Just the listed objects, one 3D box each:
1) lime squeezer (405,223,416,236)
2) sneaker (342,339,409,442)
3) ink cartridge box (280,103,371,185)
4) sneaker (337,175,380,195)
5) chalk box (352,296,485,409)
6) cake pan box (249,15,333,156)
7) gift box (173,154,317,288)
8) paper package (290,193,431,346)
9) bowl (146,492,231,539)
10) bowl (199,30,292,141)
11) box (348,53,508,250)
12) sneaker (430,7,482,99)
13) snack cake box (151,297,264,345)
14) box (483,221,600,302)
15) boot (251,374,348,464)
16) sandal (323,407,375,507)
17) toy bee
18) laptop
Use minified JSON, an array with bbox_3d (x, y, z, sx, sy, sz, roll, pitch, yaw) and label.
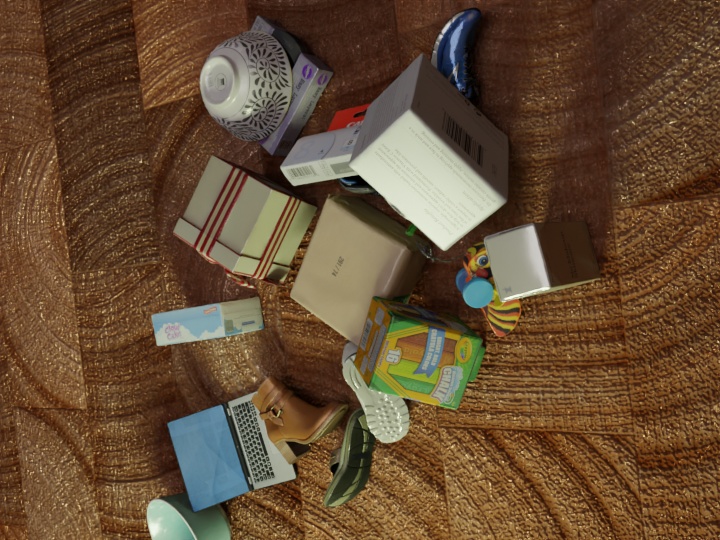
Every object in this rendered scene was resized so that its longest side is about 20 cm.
[{"bbox_3d":[0.108,-0.134,1.295,0.038,0.070,0.201,-20,53,51],"label":"lime squeezer"},{"bbox_3d":[0.027,0.209,1.368,0.076,0.081,0.201,-24,113,-2],"label":"sneaker"},{"bbox_3d":[-0.024,-0.231,1.307,0.159,0.201,0.047,-6,135,36],"label":"ink cartridge box"},{"bbox_3d":[-0.025,-0.182,1.352,0.199,0.112,0.074,23,107,31],"label":"sneaker"},{"bbox_3d":[0.107,0.134,1.253,0.124,0.199,0.126,-133,58,-72],"label":"chalk box"},{"bbox_3d":[-0.162,-0.346,1.471,0.184,0.052,0.200,45,118,21],"label":"cake pan box"},{"bbox_3d":[-0.200,-0.076,1.450,0.184,0.200,0.188,31,96,33],"label":"gift box"},{"bbox_3d":[0.000,0.000,1.359,0.190,0.103,0.201,34,112,28],"label":"paper package"},{"bbox_3d":[-0.345,0.542,1.642,0.200,0.105,0.202,20,121,37],"label":"bowl"},{"bbox_3d":[-0.228,-0.340,1.432,0.200,0.094,0.202,4,96,35],"label":"bowl"},{"bbox_3d":[0.107,-0.176,1.162,0.199,0.200,0.131,40,123,-19],"label":"box"},{"bbox_3d":[0.156,-0.311,1.242,0.089,0.078,0.201,29,119,22],"label":"sneaker"},{"bbox_3d":[-0.306,0.103,1.578,0.199,0.115,0.068,-10,89,36],"label":"snack cake box"},{"bbox_3d":[0.260,-0.016,1.112,0.077,0.200,0.096,-18,85,35],"label":"box"},{"bbox_3d":[-0.123,0.258,1.486,0.200,0.074,0.155,-45,72,30],"label":"boot"},{"bbox_3d":[-0.020,0.338,1.433,0.057,0.079,0.202,28,104,48],"label":"sandal"},{"bbox_3d":[0.194,0.005,1.200,0.109,0.200,0.131,-39,42,11],"label":"toy bee"},{"bbox_3d":[-0.256,0.357,1.568,0.199,0.116,0.188,-24,82,35],"label":"laptop"}]
